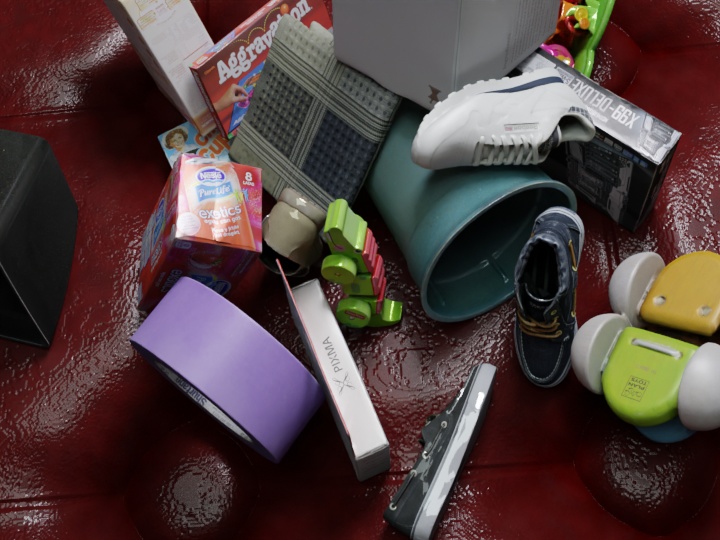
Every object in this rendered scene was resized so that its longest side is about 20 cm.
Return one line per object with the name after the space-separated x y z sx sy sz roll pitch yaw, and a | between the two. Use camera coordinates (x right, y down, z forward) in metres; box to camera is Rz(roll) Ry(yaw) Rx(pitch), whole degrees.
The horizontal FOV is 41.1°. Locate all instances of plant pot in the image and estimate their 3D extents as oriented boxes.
0.101 -0.085 1.063 0.198 0.201 0.197 -31 59 -8 | plant pot
-0.439 -0.055 1.112 0.196 0.201 0.180 10 56 11 | plant pot

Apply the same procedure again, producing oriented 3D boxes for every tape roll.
-0.137 0.104 0.994 0.199 0.201 0.085 34 74 19 | tape roll

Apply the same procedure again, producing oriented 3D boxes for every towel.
-0.055 -0.164 1.088 0.200 0.034 0.195 42 119 29 | towel

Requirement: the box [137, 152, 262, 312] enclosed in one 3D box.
-0.178 -0.030 1.049 0.094 0.200 0.102 8 63 -21 | box

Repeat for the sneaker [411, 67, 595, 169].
0.141 -0.138 0.948 0.197 0.077 0.081 -23 64 -21 | sneaker

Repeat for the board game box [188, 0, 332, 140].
-0.111 -0.259 1.158 0.019 0.104 0.200 24 60 41 | board game box

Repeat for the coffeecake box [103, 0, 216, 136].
-0.235 -0.284 1.151 0.073 0.201 0.154 -37 46 -9 | coffeecake box

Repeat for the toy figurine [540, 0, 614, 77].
0.191 -0.311 1.146 0.181 0.150 0.204 15 83 -6 | toy figurine

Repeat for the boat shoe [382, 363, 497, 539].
0.085 0.183 1.007 0.056 0.069 0.202 21 73 16 | boat shoe

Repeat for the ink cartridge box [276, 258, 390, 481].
-0.026 0.099 0.996 0.043 0.174 0.202 -21 65 -8 | ink cartridge box

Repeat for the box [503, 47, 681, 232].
0.250 -0.148 1.083 0.199 0.158 0.050 37 74 19 | box

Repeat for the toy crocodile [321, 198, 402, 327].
0.000 0.000 1.028 0.060 0.202 0.068 1 52 15 | toy crocodile

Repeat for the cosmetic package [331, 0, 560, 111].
0.093 -0.297 0.981 0.166 0.168 0.200 32 57 25 | cosmetic package

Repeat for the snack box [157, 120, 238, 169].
-0.141 -0.159 1.197 0.197 0.037 0.117 -28 66 -6 | snack box

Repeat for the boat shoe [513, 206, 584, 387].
0.184 0.042 0.986 0.070 0.204 0.091 10 25 23 | boat shoe

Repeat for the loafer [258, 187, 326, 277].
-0.084 -0.030 1.046 0.075 0.200 0.069 36 75 5 | loafer

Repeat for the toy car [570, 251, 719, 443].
0.327 0.087 0.981 0.173 0.151 0.201 16 61 44 | toy car
